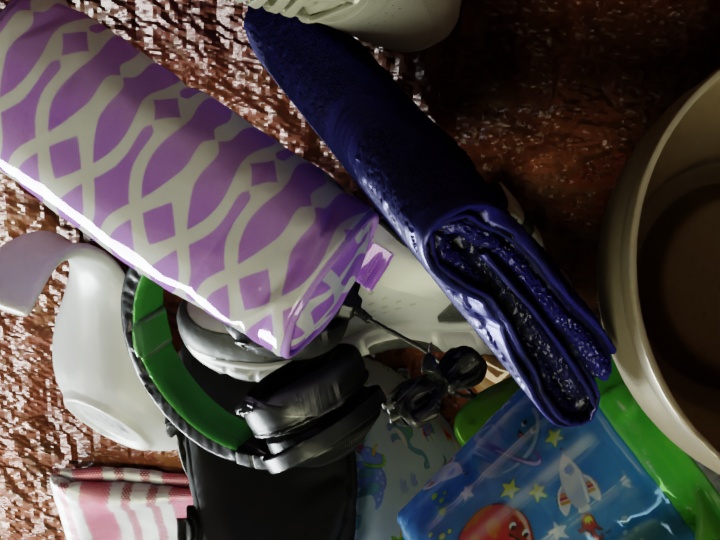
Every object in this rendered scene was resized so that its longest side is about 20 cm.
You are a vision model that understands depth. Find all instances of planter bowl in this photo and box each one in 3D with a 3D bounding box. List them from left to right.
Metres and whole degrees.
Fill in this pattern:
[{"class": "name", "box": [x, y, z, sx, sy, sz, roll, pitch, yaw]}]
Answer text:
[{"class": "planter bowl", "box": [0.185, 0.004, 1.208, 0.199, 0.201, 0.135, 19, 171, -14]}]

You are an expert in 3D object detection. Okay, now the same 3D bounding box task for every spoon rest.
[{"class": "spoon rest", "box": [-0.134, 0.036, 1.428, 0.099, 0.061, 0.200, 20, 162, 27]}]

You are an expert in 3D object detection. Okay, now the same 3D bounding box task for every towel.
[{"class": "towel", "box": [-0.079, 0.167, 1.634, 0.199, 0.030, 0.147, 4, 145, 8]}, {"class": "towel", "box": [0.031, -0.035, 1.186, 0.049, 0.200, 0.148, -38, 133, 0]}]

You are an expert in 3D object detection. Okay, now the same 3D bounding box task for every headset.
[{"class": "headset", "box": [-0.034, 0.041, 1.284, 0.199, 0.094, 0.124, 4, 117, 33]}]

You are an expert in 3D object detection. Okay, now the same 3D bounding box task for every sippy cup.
[{"class": "sippy cup", "box": [0.094, 0.115, 1.290, 0.130, 0.140, 0.178, -37, 177, 3]}]

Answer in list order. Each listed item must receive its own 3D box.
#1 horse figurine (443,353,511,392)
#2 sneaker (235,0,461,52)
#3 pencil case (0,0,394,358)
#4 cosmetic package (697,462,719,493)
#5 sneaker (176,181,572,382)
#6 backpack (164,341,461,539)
[{"class": "horse figurine", "box": [0.121, 0.078, 1.437, 0.132, 0.050, 0.200, -9, 140, 13]}, {"class": "sneaker", "box": [-0.036, -0.136, 1.131, 0.076, 0.081, 0.200, -24, 135, 37]}, {"class": "pencil case", "box": [-0.086, -0.044, 1.210, 0.200, 0.085, 0.084, 37, 105, 9]}, {"class": "cosmetic package", "box": [0.196, 0.080, 1.375, 0.082, 0.051, 0.200, 10, 135, -24]}, {"class": "sneaker", "box": [0.000, 0.000, 1.347, 0.199, 0.074, 0.080, -10, 128, 19]}, {"class": "backpack", "box": [-0.008, 0.127, 1.452, 0.153, 0.164, 0.200, -12, 150, 4]}]
